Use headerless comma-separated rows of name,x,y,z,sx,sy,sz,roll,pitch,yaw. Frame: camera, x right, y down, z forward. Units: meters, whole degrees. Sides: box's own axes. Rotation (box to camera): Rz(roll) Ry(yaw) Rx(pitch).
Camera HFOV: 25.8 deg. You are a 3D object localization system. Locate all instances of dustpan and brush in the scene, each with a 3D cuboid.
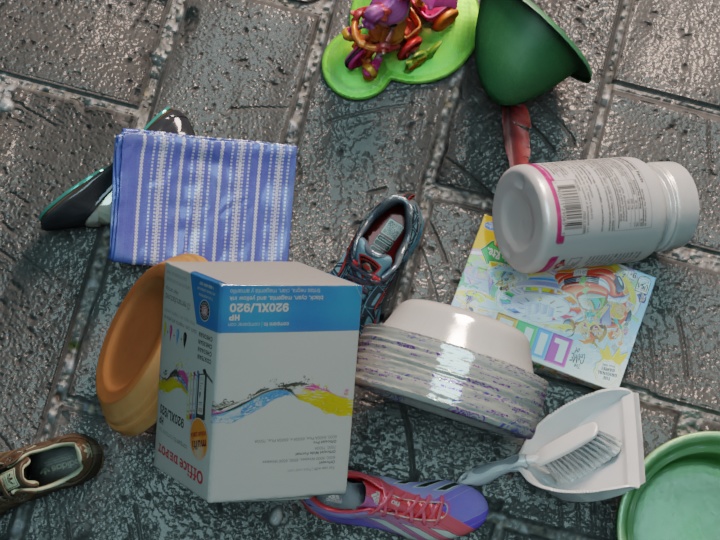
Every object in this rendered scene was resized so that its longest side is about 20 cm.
dustpan and brush,0.195,0.197,1.646,0.200,0.140,0.057,-30,122,28

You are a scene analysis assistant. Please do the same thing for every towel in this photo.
towel,-0.169,-0.073,1.696,0.199,0.024,0.146,4,95,-14

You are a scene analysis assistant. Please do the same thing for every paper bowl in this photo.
paper bowl,0.094,0.096,1.606,0.200,0.201,0.105,16,83,3

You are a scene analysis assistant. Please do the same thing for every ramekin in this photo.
ramekin,0.357,0.270,1.626,0.199,0.098,0.201,0,79,0

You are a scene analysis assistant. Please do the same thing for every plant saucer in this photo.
plant saucer,-0.218,0.071,1.620,0.037,0.200,0.201,26,78,-27

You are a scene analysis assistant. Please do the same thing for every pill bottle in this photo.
pill bottle,0.250,-0.061,1.660,0.199,0.113,0.114,-5,77,-26

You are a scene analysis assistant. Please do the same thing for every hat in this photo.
hat,0.137,-0.196,1.694,0.176,0.166,0.200,-47,54,1

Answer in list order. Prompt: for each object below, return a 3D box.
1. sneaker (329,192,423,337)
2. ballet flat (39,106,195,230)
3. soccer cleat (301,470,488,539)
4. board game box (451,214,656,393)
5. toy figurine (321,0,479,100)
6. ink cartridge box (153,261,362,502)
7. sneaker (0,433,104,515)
sneaker,0.000,0.000,1.682,0.079,0.096,0.201,25,79,5
ballet flat,-0.256,-0.095,1.716,0.200,0.073,0.073,-41,81,-10
soccer cleat,0.035,0.243,1.642,0.199,0.076,0.067,8,79,2
board game box,0.204,0.037,1.706,0.199,0.034,0.135,20,79,4
toy figurine,0.042,-0.286,1.696,0.200,0.184,0.150,-37,81,-7
ink cartridge box,-0.098,0.100,1.465,0.144,0.147,0.201,0,98,-28
sneaker,-0.369,0.215,1.647,0.199,0.076,0.071,-22,79,-5
